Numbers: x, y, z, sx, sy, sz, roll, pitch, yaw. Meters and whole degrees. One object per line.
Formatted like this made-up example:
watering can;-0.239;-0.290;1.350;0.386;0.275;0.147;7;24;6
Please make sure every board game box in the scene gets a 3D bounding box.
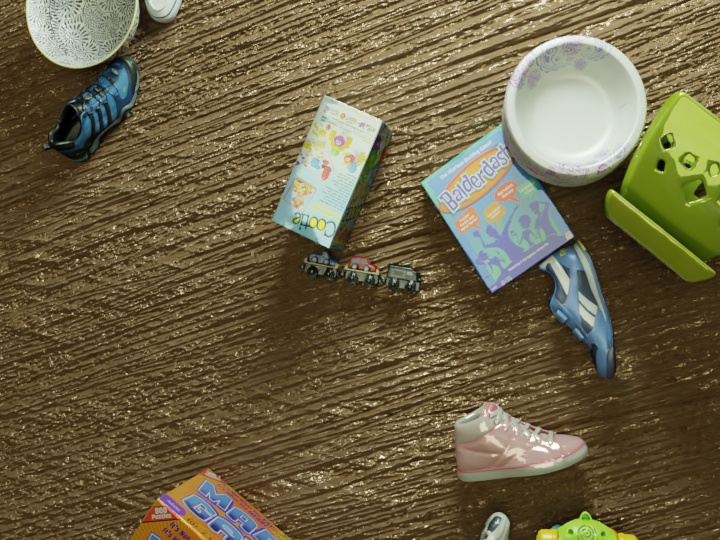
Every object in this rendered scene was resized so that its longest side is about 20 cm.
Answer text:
board game box;-0.041;-0.145;1.270;0.103;0.103;0.204;25;93;10
board game box;-0.247;0.462;1.252;0.198;0.200;0.202;36;96;9
board game box;0.206;-0.091;1.249;0.151;0.045;0.202;-35;82;9

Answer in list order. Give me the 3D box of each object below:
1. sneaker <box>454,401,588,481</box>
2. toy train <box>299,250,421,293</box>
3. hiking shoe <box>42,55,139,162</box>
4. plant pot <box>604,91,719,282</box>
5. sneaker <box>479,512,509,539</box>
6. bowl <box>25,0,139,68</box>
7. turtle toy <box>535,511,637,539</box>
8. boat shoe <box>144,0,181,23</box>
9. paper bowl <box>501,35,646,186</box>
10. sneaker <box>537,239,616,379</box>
sneaker;0.230;0.244;1.222;0.196;0.075;0.107;-12;92;15
toy train;0.000;0.000;1.295;0.195;0.034;0.047;9;87;11
hiking shoe;-0.435;-0.267;1.361;0.074;0.087;0.202;36;96;10
plant pot;0.444;-0.102;1.130;0.199;0.199;0.183;39;103;9
sneaker;0.227;0.466;1.218;0.127;0.079;0.204;13;92;10
bowl;-0.437;-0.423;1.361;0.196;0.094;0.206;0;90;11
turtle toy;0.320;0.447;1.187;0.142;0.101;0.205;1;90;9
boat shoe;-0.331;-0.515;1.355;0.072;0.067;0.206;1;89;12
paper bowl;0.303;-0.222;1.194;0.195;0.104;0.206;-1;81;5
sneaker;0.321;0.063;1.212;0.081;0.074;0.205;-18;78;12
